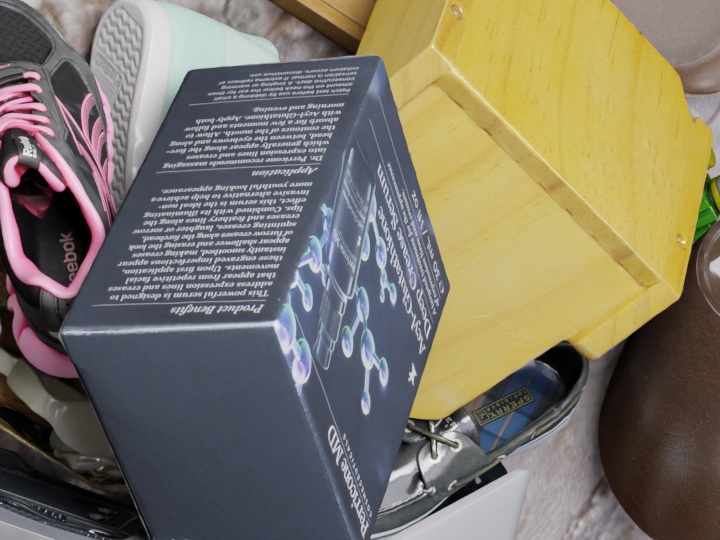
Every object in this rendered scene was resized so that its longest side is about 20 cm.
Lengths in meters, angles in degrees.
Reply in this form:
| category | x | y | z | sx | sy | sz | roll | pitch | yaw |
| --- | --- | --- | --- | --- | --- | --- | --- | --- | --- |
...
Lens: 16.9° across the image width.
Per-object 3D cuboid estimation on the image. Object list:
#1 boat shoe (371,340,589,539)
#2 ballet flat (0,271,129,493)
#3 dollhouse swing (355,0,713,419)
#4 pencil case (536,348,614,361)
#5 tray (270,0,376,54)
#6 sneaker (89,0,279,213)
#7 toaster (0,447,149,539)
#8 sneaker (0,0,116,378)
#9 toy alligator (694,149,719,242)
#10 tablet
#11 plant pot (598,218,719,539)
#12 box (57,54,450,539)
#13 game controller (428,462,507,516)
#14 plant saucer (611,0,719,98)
| category | x | y | z | sx | sy | sz | roll | pitch | yaw |
| --- | --- | --- | --- | --- | --- | --- | --- | --- | --- |
| boat shoe | 0.046 | 0.092 | 1.354 | 0.200 | 0.057 | 0.069 | -28 | 74 | -31 |
| ballet flat | -0.171 | 0.048 | 1.185 | 0.200 | 0.071 | 0.071 | 34 | 78 | -20 |
| dollhouse swing | 0.053 | -0.052 | 1.302 | 0.200 | 0.175 | 0.182 | 42 | 44 | -24 |
| pencil case | 0.127 | -0.042 | 1.420 | 0.078 | 0.086 | 0.201 | -56 | 152 | -68 |
| tray | 0.015 | -0.170 | 1.344 | 0.200 | 0.037 | 0.099 | 29 | 82 | -40 |
| sneaker | -0.092 | -0.035 | 1.265 | 0.118 | 0.074 | 0.201 | 7 | 98 | -43 |
| toaster | -0.167 | 0.166 | 1.196 | 0.199 | 0.114 | 0.130 | 18 | 94 | 4 |
| sneaker | -0.153 | -0.053 | 1.146 | 0.079 | 0.201 | 0.095 | -20 | 159 | -2 |
| toy alligator | 0.183 | -0.077 | 1.496 | 0.200 | 0.059 | 0.054 | 54 | 22 | -26 |
| tablet | 0.040 | 0.214 | 1.394 | 0.130 | 0.014 | 0.201 | -24 | 135 | -41 |
| plant pot | 0.236 | 0.052 | 1.427 | 0.187 | 0.187 | 0.200 | -46 | 156 | -22 |
| box | -0.042 | 0.017 | 1.141 | 0.200 | 0.107 | 0.149 | -70 | 150 | -46 |
| game controller | 0.026 | 0.195 | 1.436 | 0.104 | 0.042 | 0.201 | 24 | 89 | -55 |
| plant saucer | 0.200 | -0.207 | 1.480 | 0.200 | 0.032 | 0.201 | -7 | 101 | -41 |
